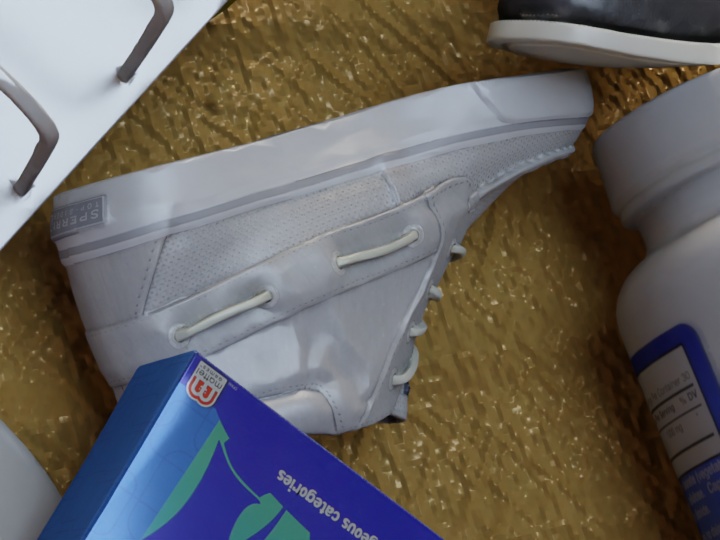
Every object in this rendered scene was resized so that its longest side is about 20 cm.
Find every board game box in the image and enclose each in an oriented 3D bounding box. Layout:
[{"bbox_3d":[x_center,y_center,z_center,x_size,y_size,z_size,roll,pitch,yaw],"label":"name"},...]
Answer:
[{"bbox_3d":[-0.043,0.147,0.682,0.152,0.045,0.201,37,67,-18],"label":"board game box"}]

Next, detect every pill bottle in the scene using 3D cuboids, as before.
[{"bbox_3d":[0.150,0.035,0.817,0.111,0.112,0.201,-14,76,-31],"label":"pill bottle"}]

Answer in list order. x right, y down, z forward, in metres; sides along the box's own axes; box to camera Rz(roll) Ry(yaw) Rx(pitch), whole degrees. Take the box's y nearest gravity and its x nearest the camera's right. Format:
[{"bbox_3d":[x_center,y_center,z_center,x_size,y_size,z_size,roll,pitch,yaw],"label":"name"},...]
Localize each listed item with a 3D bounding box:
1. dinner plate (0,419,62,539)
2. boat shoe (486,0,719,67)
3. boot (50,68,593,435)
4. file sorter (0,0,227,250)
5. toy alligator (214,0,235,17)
[{"bbox_3d":[-0.157,0.104,0.682,0.199,0.024,0.202,11,64,-23],"label":"dinner plate"},{"bbox_3d":[0.113,-0.098,0.847,0.199,0.074,0.061,-6,104,-47],"label":"boat shoe"},{"bbox_3d":[0.000,0.000,0.789,0.199,0.073,0.096,-17,94,-32],"label":"boot"},{"bbox_3d":[-0.104,-0.104,0.698,0.139,0.124,0.200,43,79,-6],"label":"file sorter"},{"bbox_3d":[-0.064,-0.103,0.800,0.200,0.054,0.059,-42,91,-13],"label":"toy alligator"}]
